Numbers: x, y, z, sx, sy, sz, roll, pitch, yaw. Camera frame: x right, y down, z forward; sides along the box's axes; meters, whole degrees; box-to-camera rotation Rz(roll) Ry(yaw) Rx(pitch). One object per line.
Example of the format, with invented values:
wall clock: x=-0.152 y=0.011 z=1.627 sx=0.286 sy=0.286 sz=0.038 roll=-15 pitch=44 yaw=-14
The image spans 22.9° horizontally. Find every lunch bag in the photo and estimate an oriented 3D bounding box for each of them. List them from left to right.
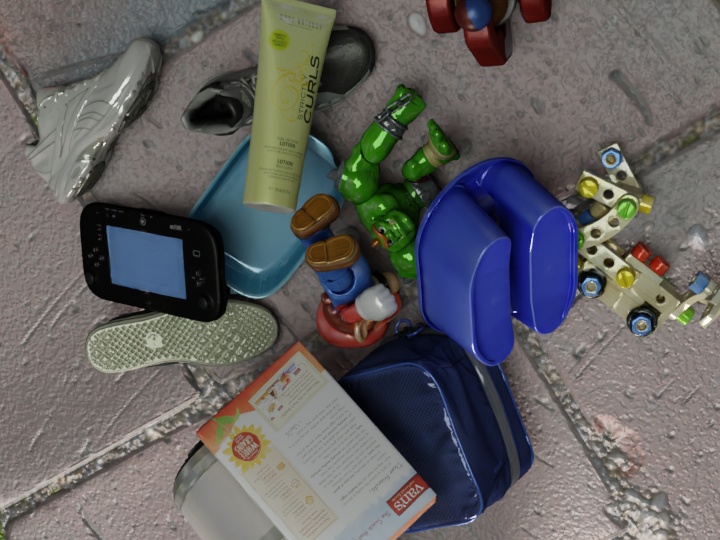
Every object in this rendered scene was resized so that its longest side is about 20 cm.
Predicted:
lunch bag: x=0.074 y=0.143 z=1.760 sx=0.136 sy=0.132 sz=0.201 roll=-13 pitch=102 yaw=37

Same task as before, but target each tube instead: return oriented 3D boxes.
tube: x=-0.072 y=-0.155 z=1.656 sx=0.052 sy=0.058 sz=0.201 roll=6 pitch=83 yaw=24

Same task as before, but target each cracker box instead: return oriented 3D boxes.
cracker box: x=-0.041 y=0.187 z=1.687 sx=0.134 sy=0.058 sz=0.200 roll=-41 pitch=79 yaw=-6

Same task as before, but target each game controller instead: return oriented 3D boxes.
game controller: x=-0.211 y=-0.011 z=1.796 sx=0.199 sy=0.042 sz=0.105 roll=10 pitch=119 yaw=38

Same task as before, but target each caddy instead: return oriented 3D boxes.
caddy: x=0.121 y=-0.011 z=1.657 sx=0.105 sy=0.141 sz=0.200 roll=43 pitch=152 yaw=39

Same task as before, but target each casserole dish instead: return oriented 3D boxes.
casserole dish: x=-0.095 y=-0.062 z=1.779 sx=0.121 sy=0.039 sz=0.200 roll=35 pitch=114 yaw=-7

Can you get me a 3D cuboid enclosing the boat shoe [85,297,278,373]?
boat shoe: x=-0.184 y=0.065 z=1.841 sx=0.199 sy=0.062 sz=0.075 roll=-9 pitch=100 yaw=1

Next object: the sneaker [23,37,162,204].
sneaker: x=-0.278 y=-0.165 z=1.787 sx=0.099 sy=0.078 sz=0.200 roll=40 pitch=111 yaw=4

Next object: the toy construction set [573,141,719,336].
toy construction set: x=0.271 y=-0.013 z=1.686 sx=0.200 sy=0.092 sz=0.131 roll=43 pitch=112 yaw=11

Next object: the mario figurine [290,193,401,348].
mario figurine: x=0.000 y=0.000 z=1.723 sx=0.106 sy=0.200 sz=0.124 roll=5 pitch=64 yaw=16

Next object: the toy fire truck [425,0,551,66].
toy fire truck: x=0.103 y=-0.281 z=1.600 sx=0.112 sy=0.168 sz=0.201 roll=-4 pitch=106 yaw=16

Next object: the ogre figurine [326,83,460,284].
ogre figurine: x=0.055 y=-0.067 z=1.721 sx=0.120 sy=0.098 sz=0.200 roll=-33 pitch=129 yaw=9

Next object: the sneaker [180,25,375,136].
sneaker: x=-0.084 y=-0.171 z=1.711 sx=0.199 sy=0.116 sz=0.075 roll=-21 pitch=100 yaw=20

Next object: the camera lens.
camera lens: x=-0.080 y=0.245 z=1.791 sx=0.160 sy=0.160 sz=0.200 roll=-48 pitch=71 yaw=22
